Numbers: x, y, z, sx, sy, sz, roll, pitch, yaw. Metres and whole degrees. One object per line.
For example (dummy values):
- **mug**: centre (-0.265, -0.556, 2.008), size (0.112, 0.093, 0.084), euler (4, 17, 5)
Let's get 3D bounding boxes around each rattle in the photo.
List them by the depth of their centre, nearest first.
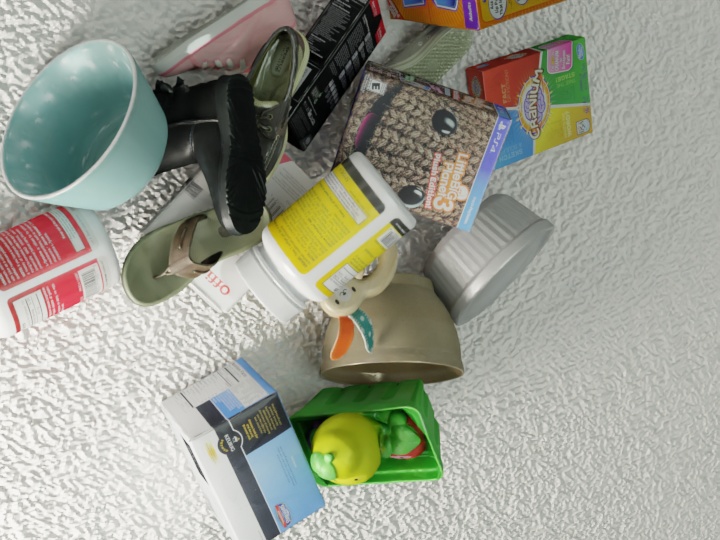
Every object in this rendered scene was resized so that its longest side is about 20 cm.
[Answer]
- **rattle**: centre (0.000, 0.000, 1.451), size (0.130, 0.143, 0.200), euler (19, 65, -26)

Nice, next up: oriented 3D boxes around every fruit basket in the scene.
- **fruit basket**: centre (0.000, 0.243, 1.572), size (0.215, 0.215, 0.156), euler (-34, 120, -21)

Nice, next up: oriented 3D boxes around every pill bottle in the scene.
- **pill bottle**: centre (-0.388, 0.007, 1.321), size (0.200, 0.112, 0.112), euler (-28, 118, -24)
- **pill bottle**: centre (-0.043, -0.036, 1.362), size (0.200, 0.114, 0.114), euler (-39, 124, 4)

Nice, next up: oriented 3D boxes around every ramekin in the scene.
- **ramekin**: centre (0.177, -0.022, 1.654), size (0.202, 0.094, 0.202), euler (-42, 166, -12)

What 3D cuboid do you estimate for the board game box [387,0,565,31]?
- **board game box**: centre (0.156, -0.442, 1.494), size (0.200, 0.200, 0.200), euler (-23, 116, -26)

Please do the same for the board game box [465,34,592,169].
- **board game box**: centre (0.255, -0.252, 1.718), size (0.200, 0.040, 0.153), euler (-23, 116, -27)

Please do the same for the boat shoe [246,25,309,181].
- **boat shoe**: centre (-0.117, -0.196, 1.366), size (0.066, 0.072, 0.201), euler (11, 98, -78)

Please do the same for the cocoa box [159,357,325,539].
- **cocoa box**: centre (-0.155, 0.245, 1.532), size (0.131, 0.133, 0.200), euler (-29, 118, -17)

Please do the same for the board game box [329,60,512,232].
- **board game box**: centre (0.076, -0.164, 1.515), size (0.200, 0.097, 0.160), euler (18, 108, -4)

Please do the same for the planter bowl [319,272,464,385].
- **planter bowl**: centre (0.043, 0.080, 1.603), size (0.200, 0.200, 0.135), euler (11, 71, -36)

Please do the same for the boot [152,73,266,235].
- **boot**: centre (-0.197, -0.135, 1.353), size (0.073, 0.162, 0.199), euler (-6, 91, -57)

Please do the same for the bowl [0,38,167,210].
- **bowl**: centre (-0.296, -0.149, 1.298), size (0.105, 0.201, 0.201), euler (36, 83, -49)

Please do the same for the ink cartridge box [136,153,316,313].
- **ink cartridge box**: centre (-0.161, -0.067, 1.444), size (0.147, 0.083, 0.200), euler (44, 78, -12)

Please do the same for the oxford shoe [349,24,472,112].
- **oxford shoe**: centre (0.066, -0.273, 1.579), size (0.200, 0.058, 0.075), euler (-41, 130, 0)

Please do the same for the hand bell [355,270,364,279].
- **hand bell**: centre (-0.101, -0.028, 1.534), size (0.200, 0.104, 0.104), euler (14, 97, -24)

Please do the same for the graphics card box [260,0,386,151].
- **graphics card box**: centre (-0.045, -0.260, 1.469), size (0.200, 0.051, 0.125), euler (-57, 168, -6)

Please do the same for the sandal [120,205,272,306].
- **sandal**: centre (-0.194, -0.030, 1.360), size (0.201, 0.057, 0.080), euler (-32, 101, -15)

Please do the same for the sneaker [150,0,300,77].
- **sneaker**: centre (-0.154, -0.264, 1.413), size (0.200, 0.075, 0.105), euler (-37, 111, -24)
